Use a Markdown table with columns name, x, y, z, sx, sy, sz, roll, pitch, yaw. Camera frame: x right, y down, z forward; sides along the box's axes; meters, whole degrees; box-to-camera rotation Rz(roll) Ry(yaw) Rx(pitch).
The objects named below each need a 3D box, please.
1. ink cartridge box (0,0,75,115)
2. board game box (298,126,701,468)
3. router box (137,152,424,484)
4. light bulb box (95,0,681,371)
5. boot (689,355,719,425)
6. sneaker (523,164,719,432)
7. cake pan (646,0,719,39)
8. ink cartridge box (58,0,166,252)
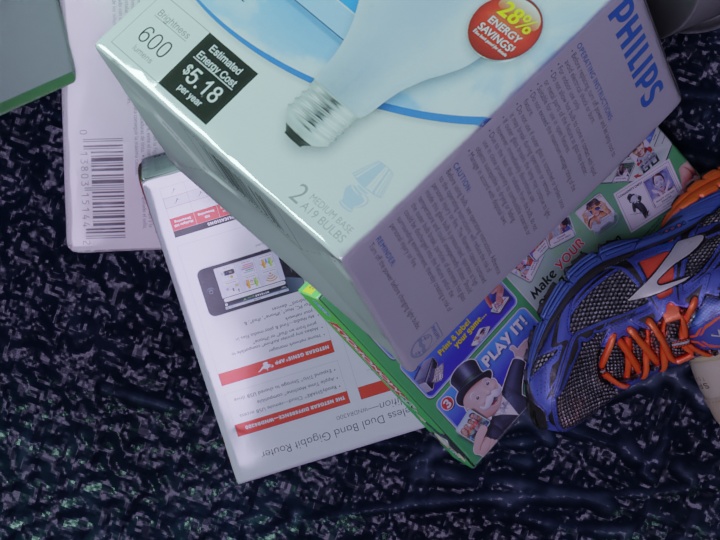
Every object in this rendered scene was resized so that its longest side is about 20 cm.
| name | x | y | z | sx | sy | sz | roll | pitch | yaw |
| --- | --- | --- | --- | --- | --- | --- | --- | --- | --- |
| ink cartridge box | -0.275 | -0.110 | 1.571 | 0.199 | 0.145 | 0.088 | -4 | 106 | 30 |
| board game box | 0.080 | -0.015 | 1.562 | 0.200 | 0.029 | 0.135 | -47 | 113 | -11 |
| router box | 0.000 | 0.000 | 1.607 | 0.199 | 0.049 | 0.180 | -16 | 106 | 0 |
| light bulb box | 0.016 | -0.098 | 1.480 | 0.200 | 0.125 | 0.198 | -45 | 59 | -9 |
| boot | 0.285 | 0.073 | 1.595 | 0.199 | 0.073 | 0.156 | -16 | 102 | 15 |
| sneaker | 0.163 | 0.017 | 1.542 | 0.200 | 0.078 | 0.075 | -39 | 137 | -20 |
| cake pan | 0.118 | -0.197 | 1.498 | 0.037 | 0.200 | 0.200 | -39 | 98 | -27 |
| ink cartridge box | -0.075 | -0.113 | 1.618 | 0.176 | 0.045 | 0.201 | -1 | 106 | -5 |
